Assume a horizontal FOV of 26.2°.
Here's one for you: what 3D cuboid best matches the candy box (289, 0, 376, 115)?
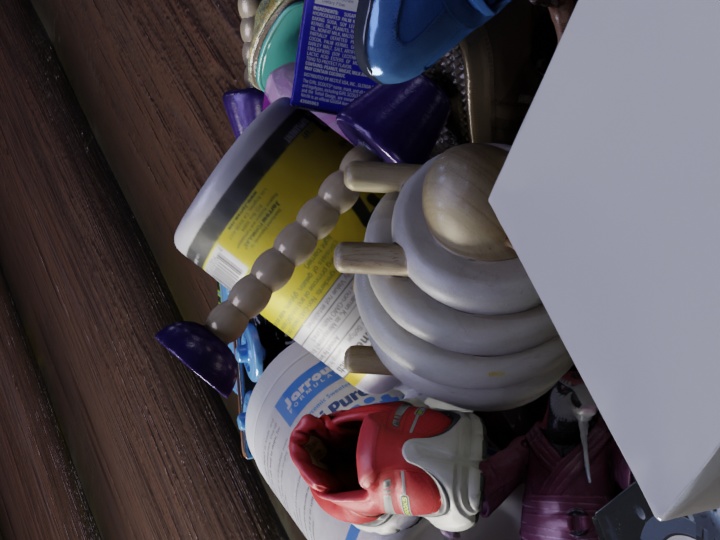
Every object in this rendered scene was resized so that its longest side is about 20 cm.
[{"bbox_3d":[0.013,-0.213,0.904,0.169,0.077,0.201,-82,3,-59],"label":"candy box"}]

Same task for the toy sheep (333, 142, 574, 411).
[{"bbox_3d":[0.057,0.008,0.785,0.200,0.137,0.138,84,165,-58],"label":"toy sheep"}]

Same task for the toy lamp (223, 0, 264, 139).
[{"bbox_3d":[-0.084,-0.191,1.201,0.058,0.058,0.201,177,87,-65],"label":"toy lamp"}]

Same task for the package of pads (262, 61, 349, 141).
[{"bbox_3d":[-0.004,-0.057,1.057,0.200,0.075,0.121,45,133,53],"label":"package of pads"}]

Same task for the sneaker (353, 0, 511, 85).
[{"bbox_3d":[0.075,-0.169,0.761,0.078,0.066,0.200,36,87,35],"label":"sneaker"}]

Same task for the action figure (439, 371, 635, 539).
[{"bbox_3d":[0.123,0.143,0.851,0.149,0.133,0.201,21,-109,-70],"label":"action figure"}]

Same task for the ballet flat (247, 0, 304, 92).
[{"bbox_3d":[-0.033,-0.211,1.092,0.200,0.070,0.071,-59,44,46],"label":"ballet flat"}]

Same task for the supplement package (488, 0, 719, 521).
[{"bbox_3d":[0.181,-0.044,0.508,0.148,0.199,0.192,65,149,33],"label":"supplement package"}]

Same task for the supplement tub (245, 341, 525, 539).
[{"bbox_3d":[0.019,0.135,0.994,0.200,0.131,0.133,43,134,53],"label":"supplement tub"}]

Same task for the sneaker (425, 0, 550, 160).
[{"bbox_3d":[0.080,-0.089,0.888,0.071,0.075,0.200,51,162,28],"label":"sneaker"}]

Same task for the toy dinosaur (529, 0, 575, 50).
[{"bbox_3d":[0.137,-0.066,0.748,0.200,0.085,0.136,-115,7,-56],"label":"toy dinosaur"}]

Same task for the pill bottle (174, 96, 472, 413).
[{"bbox_3d":[0.000,0.000,0.915,0.200,0.114,0.114,37,147,0],"label":"pill bottle"}]

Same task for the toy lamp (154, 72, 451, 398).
[{"bbox_3d":[-0.026,-0.024,0.829,0.200,0.058,0.058,-52,28,-6],"label":"toy lamp"}]

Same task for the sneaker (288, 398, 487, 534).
[{"bbox_3d":[0.000,0.096,0.824,0.200,0.084,0.078,149,130,-69],"label":"sneaker"}]

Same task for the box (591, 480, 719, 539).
[{"bbox_3d":[0.200,0.138,0.651,0.200,0.086,0.165,125,133,-56],"label":"box"}]

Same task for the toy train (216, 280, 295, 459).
[{"bbox_3d":[-0.066,0.053,1.222,0.114,0.086,0.201,-150,54,-71],"label":"toy train"}]
